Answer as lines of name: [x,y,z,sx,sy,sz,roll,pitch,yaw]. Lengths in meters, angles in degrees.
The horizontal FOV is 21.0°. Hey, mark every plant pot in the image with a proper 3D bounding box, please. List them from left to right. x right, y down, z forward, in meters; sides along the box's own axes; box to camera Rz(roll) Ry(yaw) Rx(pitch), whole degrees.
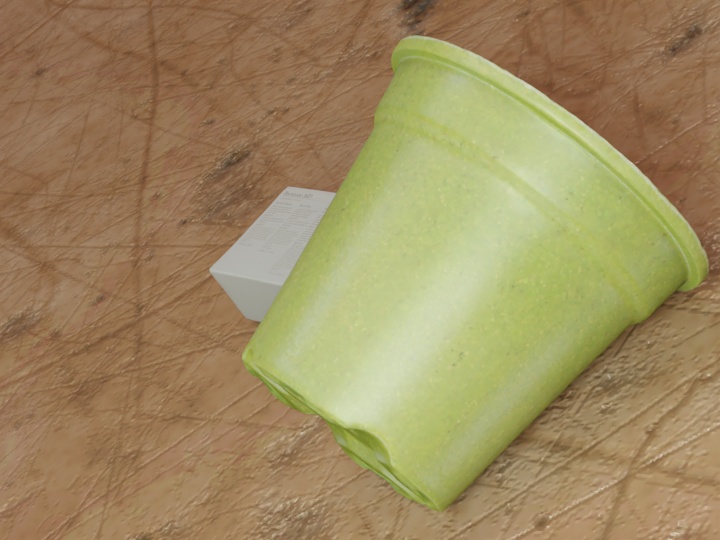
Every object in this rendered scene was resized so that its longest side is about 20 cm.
plant pot: [0.044,0.014,0.997,0.184,0.200,0.200,-52,31,-8]

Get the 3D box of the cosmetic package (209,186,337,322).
cosmetic package: [0.000,0.000,1.180,0.083,0.051,0.200,-49,32,-21]
